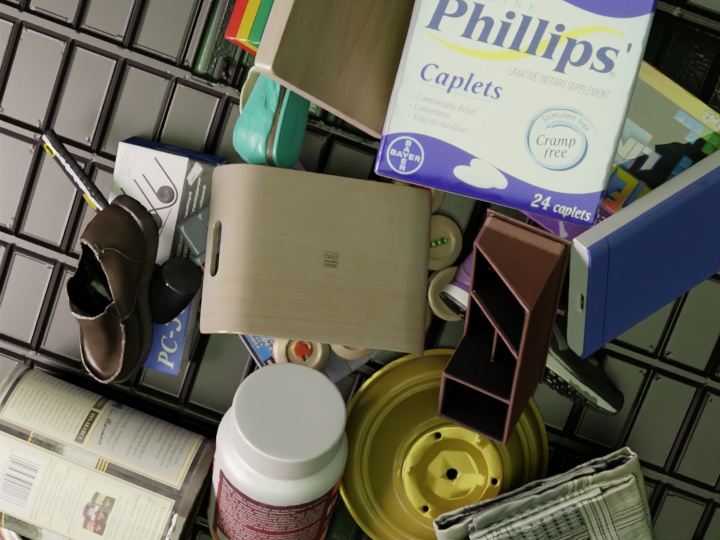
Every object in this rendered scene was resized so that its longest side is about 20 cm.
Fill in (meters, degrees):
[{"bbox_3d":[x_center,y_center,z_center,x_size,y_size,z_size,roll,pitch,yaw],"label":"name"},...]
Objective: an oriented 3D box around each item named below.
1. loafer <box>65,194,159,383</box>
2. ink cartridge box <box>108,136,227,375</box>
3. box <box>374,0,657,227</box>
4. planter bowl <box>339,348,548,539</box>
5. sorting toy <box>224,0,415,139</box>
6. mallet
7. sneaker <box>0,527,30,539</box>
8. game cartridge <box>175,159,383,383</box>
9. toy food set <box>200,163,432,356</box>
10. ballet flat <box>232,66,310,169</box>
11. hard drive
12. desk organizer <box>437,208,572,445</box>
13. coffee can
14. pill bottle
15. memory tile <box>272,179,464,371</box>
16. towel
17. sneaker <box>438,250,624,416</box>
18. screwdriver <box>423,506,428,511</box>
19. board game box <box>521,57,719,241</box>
[{"bbox_3d":[-0.224,0.024,1.265,0.073,0.071,0.200,36,135,27],"label":"loafer"},{"bbox_3d":[-0.188,-0.013,1.345,0.094,0.044,0.201,13,103,4],"label":"ink cartridge box"},{"bbox_3d":[0.123,-0.156,1.180,0.183,0.105,0.201,14,101,5],"label":"box"},{"bbox_3d":[0.078,0.175,1.324,0.200,0.083,0.201,0,94,-4],"label":"planter bowl"},{"bbox_3d":[-0.014,-0.231,1.205,0.069,0.199,0.201,17,87,32],"label":"sorting toy"},{"bbox_3d":[-0.211,-0.046,1.290,0.200,0.041,0.066,56,138,-1],"label":"mallet"},{"bbox_3d":[-0.263,0.295,1.404,0.200,0.075,0.090,25,108,-2],"label":"sneaker"},{"bbox_3d":[-0.062,0.011,1.318,0.129,0.038,0.200,-35,103,-14],"label":"game cartridge"},{"bbox_3d":[-0.033,-0.007,1.269,0.199,0.060,0.144,7,82,-17],"label":"toy food set"},{"bbox_3d":[-0.065,-0.184,1.282,0.070,0.067,0.201,18,86,30],"label":"ballet flat"},{"bbox_3d":[0.254,-0.023,1.210,0.200,0.025,0.132,-30,142,-20],"label":"hard drive"},{"bbox_3d":[0.113,0.051,1.202,0.072,0.077,0.200,22,145,15],"label":"desk organizer"},{"bbox_3d":[-0.244,0.187,1.342,0.199,0.146,0.147,22,103,0],"label":"coffee can"},{"bbox_3d":[-0.072,0.173,1.292,0.114,0.114,0.200,16,143,1],"label":"pill bottle"},{"bbox_3d":[0.000,0.000,1.310,0.199,0.017,0.154,-20,100,-14],"label":"memory tile"},{"bbox_3d":[0.172,0.250,1.317,0.192,0.035,0.200,-20,136,3],"label":"towel"},{"bbox_3d":[0.173,0.048,1.314,0.200,0.076,0.088,39,83,-14],"label":"sneaker"},{"bbox_3d":[0.082,0.248,1.385,0.200,0.028,0.029,51,142,-4],"label":"screwdriver"},{"bbox_3d":[0.207,-0.104,1.263,0.200,0.057,0.166,34,102,-3],"label":"board game box"}]
